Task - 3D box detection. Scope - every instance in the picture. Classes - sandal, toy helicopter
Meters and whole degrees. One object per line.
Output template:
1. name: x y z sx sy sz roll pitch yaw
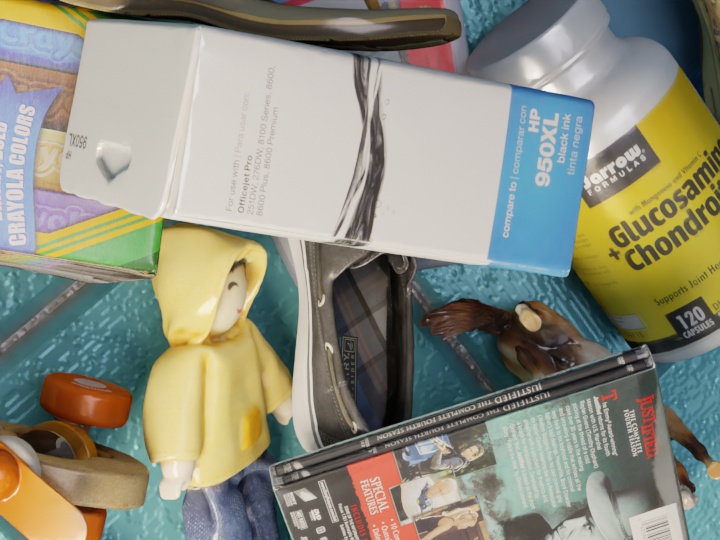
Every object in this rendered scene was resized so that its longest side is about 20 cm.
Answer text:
1. sandal: -0.050 -0.135 0.964 0.198 0.080 0.054 11 95 5
2. toy helicopter: -0.199 0.088 1.008 0.198 0.132 0.080 13 95 -15

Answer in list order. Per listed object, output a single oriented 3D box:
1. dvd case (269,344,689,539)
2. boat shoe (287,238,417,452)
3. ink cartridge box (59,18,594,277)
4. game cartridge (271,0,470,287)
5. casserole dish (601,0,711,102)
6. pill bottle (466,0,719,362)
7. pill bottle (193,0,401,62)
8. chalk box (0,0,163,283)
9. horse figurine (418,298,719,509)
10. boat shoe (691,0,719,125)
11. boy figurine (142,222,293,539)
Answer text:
1. dvd case: 0.066 0.124 1.070 0.198 0.022 0.147 -18 129 1
2. boat shoe: 0.000 0.000 1.075 0.069 0.066 0.202 10 77 -34
3. ink cartridge box: -0.017 -0.056 0.946 0.199 0.144 0.085 8 93 -28
4. game cartridge: -0.003 -0.095 1.142 0.132 0.041 0.202 -10 93 -18
5. casserole dish: 0.159 -0.184 1.206 0.200 0.039 0.121 46 73 -16
6. pill bottle: 0.146 -0.056 1.154 0.112 0.112 0.200 -43 107 -17
7. pill bottle: -0.046 -0.177 1.037 0.108 0.109 0.201 -28 115 -20
8. chalk box: -0.200 -0.071 1.014 0.198 0.124 0.125 11 85 -23
9. horse figurine: 0.124 0.066 1.156 0.199 0.133 0.050 36 93 -4
10. boat shoe: 0.221 -0.164 1.177 0.073 0.063 0.202 -16 94 -21
11. boy figurine: -0.067 0.073 1.085 0.124 0.064 0.202 -18 105 -57
